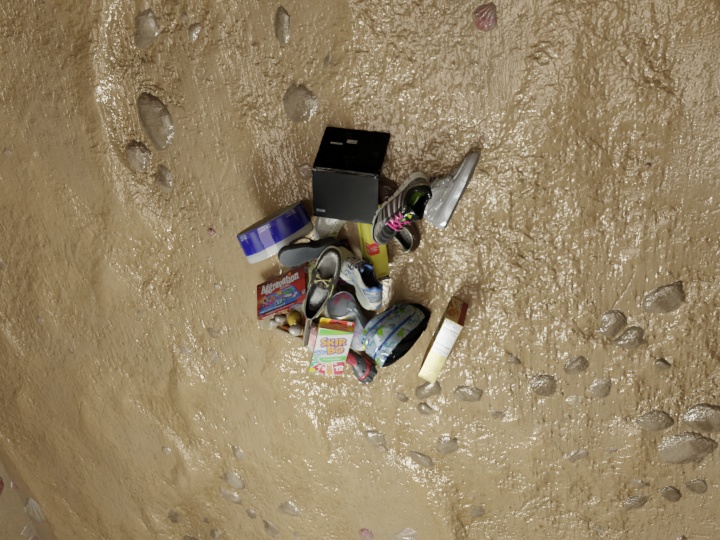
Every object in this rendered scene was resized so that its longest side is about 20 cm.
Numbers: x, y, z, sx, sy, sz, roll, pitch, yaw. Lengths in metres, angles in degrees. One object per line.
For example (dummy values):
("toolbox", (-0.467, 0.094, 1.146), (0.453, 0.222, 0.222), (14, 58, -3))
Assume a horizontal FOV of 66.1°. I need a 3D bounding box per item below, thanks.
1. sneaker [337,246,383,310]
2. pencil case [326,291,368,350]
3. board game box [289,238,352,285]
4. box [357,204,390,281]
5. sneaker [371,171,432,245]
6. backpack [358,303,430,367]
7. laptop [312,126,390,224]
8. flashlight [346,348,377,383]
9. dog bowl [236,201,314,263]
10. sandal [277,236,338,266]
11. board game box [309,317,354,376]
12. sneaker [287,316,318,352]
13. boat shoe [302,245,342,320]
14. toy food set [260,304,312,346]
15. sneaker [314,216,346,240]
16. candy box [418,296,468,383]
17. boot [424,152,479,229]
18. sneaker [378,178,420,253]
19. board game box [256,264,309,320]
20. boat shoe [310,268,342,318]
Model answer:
("sneaker", (0.000, 0.000, 1.428), (0.201, 0.076, 0.086), (50, 145, 24))
("pencil case", (-0.022, 0.141, 1.514), (0.089, 0.084, 0.201), (24, 157, 36))
("board game box", (-0.107, -0.011, 1.555), (0.195, 0.032, 0.123), (-10, 107, 24))
("box", (0.031, -0.077, 1.442), (0.049, 0.075, 0.206), (-16, 115, -18))
("sneaker", (0.100, -0.136, 1.309), (0.073, 0.088, 0.201), (32, 104, -32))
("backpack", (0.084, 0.173, 1.473), (0.153, 0.201, 0.164), (38, 122, 0))
("laptop", (-0.023, -0.238, 1.373), (0.172, 0.205, 0.104), (9, 156, 14))
("flashlight", (-0.035, 0.255, 1.581), (0.199, 0.067, 0.069), (38, 85, -35))
("dog bowl", (-0.224, -0.102, 1.454), (0.196, 0.200, 0.080), (-21, 104, 27))
("sandal", (-0.138, -0.055, 1.392), (0.043, 0.198, 0.076), (53, 124, 17))
("board game box", (-0.078, 0.207, 1.483), (0.093, 0.030, 0.204), (8, 128, -9))
("sneaker", (-0.121, 0.181, 1.629), (0.104, 0.075, 0.201), (-40, 89, 15))
("boat shoe", (-0.097, 0.036, 1.423), (0.070, 0.061, 0.205), (20, 115, -3))
("toy food set", (-0.209, 0.118, 1.574), (0.197, 0.060, 0.148), (14, 96, 40))
("sneaker", (-0.064, -0.134, 1.436), (0.084, 0.072, 0.205), (34, 121, 34))
("candy box", (0.221, 0.187, 1.478), (0.054, 0.116, 0.204), (23, 120, 6))
("boot", (0.203, -0.205, 1.328), (0.094, 0.073, 0.204), (31, 114, 13))
("sneaker", (0.092, -0.136, 1.396), (0.069, 0.076, 0.203), (-26, 104, 28))
("board game box", (-0.221, 0.063, 1.561), (0.197, 0.019, 0.106), (-22, 61, 33))
("boat shoe", (-0.081, 0.063, 1.531), (0.070, 0.077, 0.202), (-8, 140, 16))
